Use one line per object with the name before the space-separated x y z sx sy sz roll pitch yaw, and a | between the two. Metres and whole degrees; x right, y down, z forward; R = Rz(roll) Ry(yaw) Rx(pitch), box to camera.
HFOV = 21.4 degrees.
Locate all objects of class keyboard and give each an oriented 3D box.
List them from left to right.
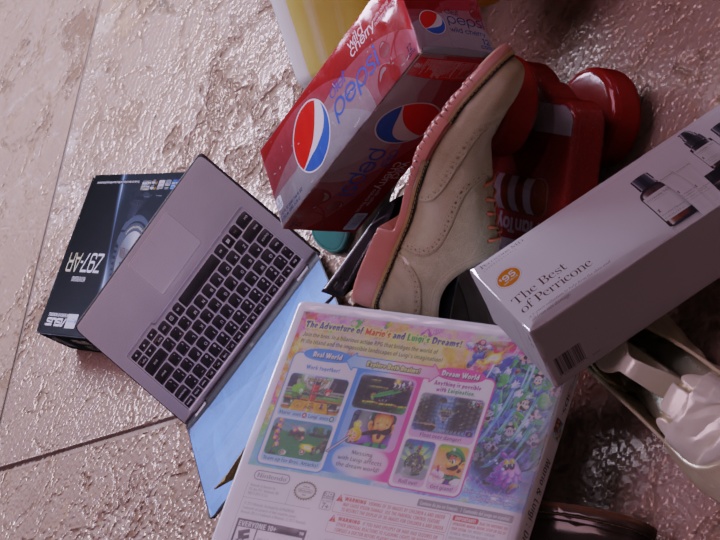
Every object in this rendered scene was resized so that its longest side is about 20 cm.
keyboard | 0.000 0.000 1.342 0.127 0.021 0.200 -54 -3 8

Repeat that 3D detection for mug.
mug | -0.008 -0.208 1.445 0.148 0.186 0.154 -10 92 17

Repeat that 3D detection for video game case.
video game case | 0.020 0.112 1.148 0.199 0.024 0.183 6 65 31

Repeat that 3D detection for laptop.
laptop | -0.120 0.048 1.487 0.188 0.200 0.116 -52 -6 16

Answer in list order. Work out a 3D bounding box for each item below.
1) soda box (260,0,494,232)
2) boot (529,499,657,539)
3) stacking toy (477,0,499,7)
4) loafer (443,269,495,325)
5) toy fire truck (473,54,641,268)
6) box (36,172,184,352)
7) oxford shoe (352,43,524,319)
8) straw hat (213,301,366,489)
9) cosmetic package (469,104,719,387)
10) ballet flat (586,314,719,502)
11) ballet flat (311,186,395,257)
soda box | 0.009 -0.108 1.264 0.200 0.063 0.070 -48 49 45
boot | 0.085 0.195 1.135 0.199 0.075 0.098 -11 59 37
stacking toy | 0.081 -0.233 1.322 0.146 0.146 0.200 -26 25 43
loafer | 0.054 0.075 1.241 0.070 0.069 0.201 119 148 -49
toy fire truck | 0.093 -0.060 1.288 0.200 0.111 0.169 15 99 57
box | -0.202 -0.006 1.700 0.199 0.043 0.161 3 71 55
oxford shoe | 0.066 -0.047 1.196 0.071 0.074 0.201 -40 -21 -57
straw hat | -0.010 0.099 1.318 0.201 0.085 0.201 -52 -2 -2
cosmetic package | 0.169 -0.022 1.115 0.199 0.051 0.083 -34 33 -6
ballet flat | 0.184 0.075 1.096 0.070 0.069 0.200 -58 34 8
ballet flat | 0.007 -0.101 1.401 0.067 0.062 0.201 39 131 28
